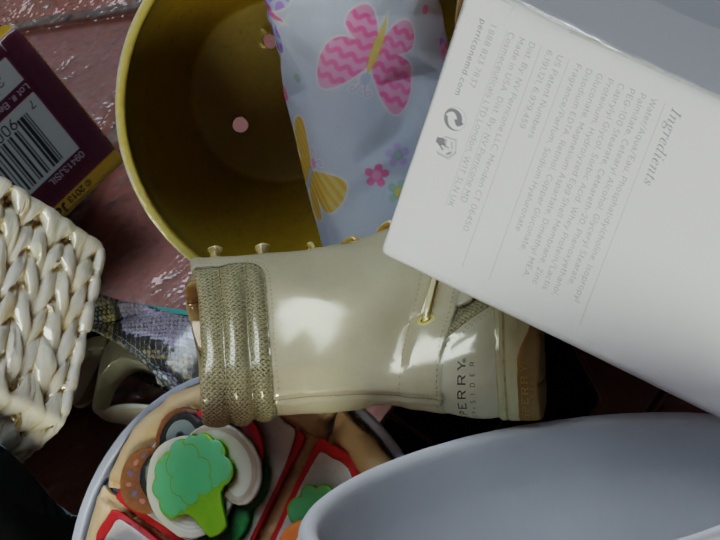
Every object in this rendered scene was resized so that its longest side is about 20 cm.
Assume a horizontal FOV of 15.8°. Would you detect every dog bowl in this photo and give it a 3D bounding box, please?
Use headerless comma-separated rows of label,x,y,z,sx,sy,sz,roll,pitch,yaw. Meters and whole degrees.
dog bowl,0.080,0.119,0.988,0.199,0.079,0.200,-9,11,2

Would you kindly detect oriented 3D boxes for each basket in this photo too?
basket,-0.232,0.045,1.319,0.200,0.123,0.136,-38,33,42

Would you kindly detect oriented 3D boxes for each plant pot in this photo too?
plant pot,-0.034,-0.092,1.363,0.199,0.201,0.142,-34,12,-4

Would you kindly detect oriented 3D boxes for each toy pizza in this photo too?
toy pizza,-0.053,0.142,1.134,0.199,0.032,0.202,-3,84,31

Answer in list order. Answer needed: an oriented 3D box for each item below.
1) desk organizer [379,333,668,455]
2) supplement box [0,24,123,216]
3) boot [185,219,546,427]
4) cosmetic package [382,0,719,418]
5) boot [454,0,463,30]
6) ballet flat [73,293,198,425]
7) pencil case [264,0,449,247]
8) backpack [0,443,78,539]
desk organizer,0.067,0.072,1.181,0.071,0.077,0.200,13,56,42
supplement box,-0.241,-0.063,1.478,0.131,0.103,0.200,-46,22,-16
boot,0.000,0.000,1.139,0.154,0.073,0.201,-4,36,2
cosmetic package,0.146,-0.041,1.034,0.199,0.124,0.199,25,25,16
boot,0.091,-0.129,1.283,0.073,0.200,0.155,-15,49,13
ballet flat,-0.132,0.043,1.361,0.200,0.072,0.072,16,58,45
pencil case,0.016,-0.060,1.261,0.090,0.201,0.083,-18,9,-14
backpack,-0.218,0.137,1.207,0.153,0.200,0.164,-2,47,34
